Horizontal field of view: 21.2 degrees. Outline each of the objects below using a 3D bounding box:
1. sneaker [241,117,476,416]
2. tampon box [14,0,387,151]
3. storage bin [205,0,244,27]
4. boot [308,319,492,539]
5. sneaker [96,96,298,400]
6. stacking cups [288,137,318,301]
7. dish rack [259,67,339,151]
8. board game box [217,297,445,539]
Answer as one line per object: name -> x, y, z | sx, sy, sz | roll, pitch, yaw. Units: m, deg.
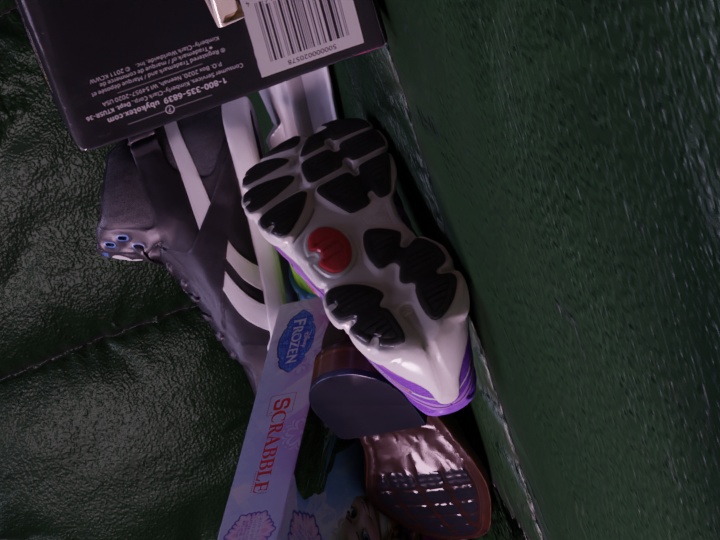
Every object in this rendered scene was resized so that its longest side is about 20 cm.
sneaker -> 0.000, 0.000, 0.964 | 0.200, 0.080, 0.084 | -117, 3, -46
tampon box -> -0.095, -0.169, 0.887 | 0.200, 0.149, 0.127 | -120, 11, -59
storage bin -> -0.049, -0.219, 0.569 | 0.199, 0.093, 0.200 | 75, 172, -47
boot -> 0.032, 0.071, 1.072 | 0.200, 0.074, 0.097 | 60, -151, -50
sneaker -> -0.100, 0.002, 1.164 | 0.073, 0.111, 0.201 | -56, -45, -83
stacking cups -> -0.013, 0.008, 1.165 | 0.200, 0.060, 0.061 | 78, 170, -49
dish rack -> -0.062, -0.158, 1.144 | 0.200, 0.043, 0.172 | 79, 169, -55
board game box -> -0.006, 0.153, 1.102 | 0.200, 0.041, 0.200 | 59, -150, -37
